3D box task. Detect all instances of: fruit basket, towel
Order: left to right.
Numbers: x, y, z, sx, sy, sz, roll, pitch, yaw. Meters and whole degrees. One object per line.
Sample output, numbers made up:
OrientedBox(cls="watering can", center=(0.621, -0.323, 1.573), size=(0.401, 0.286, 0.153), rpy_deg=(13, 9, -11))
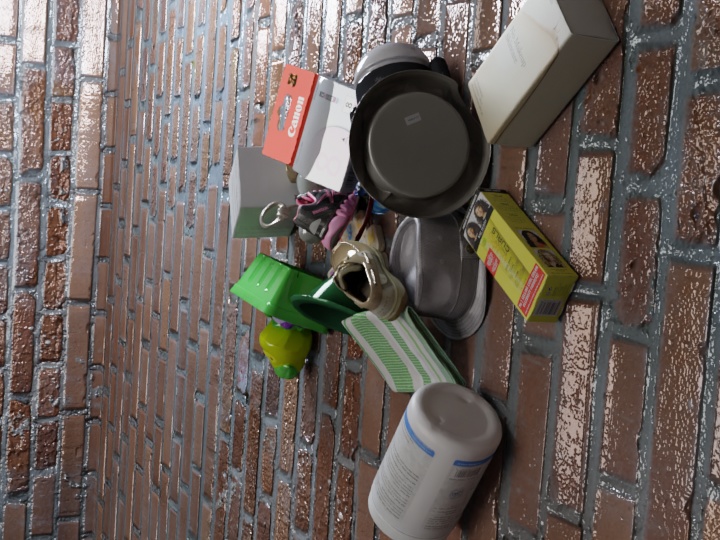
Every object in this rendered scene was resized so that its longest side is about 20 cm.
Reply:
OrientedBox(cls="fruit basket", center=(-0.147, 0.090, 1.976), size=(0.215, 0.155, 0.216), rpy_deg=(-39, 40, 43))
OrientedBox(cls="towel", center=(0.060, 0.120, 1.579), size=(0.153, 0.023, 0.200), rpy_deg=(54, 156, -13))

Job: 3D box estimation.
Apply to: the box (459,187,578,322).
OrientedBox(cls="box", center=(0.197, -0.022, 1.374), size=(0.200, 0.050, 0.075), rpy_deg=(60, 139, 46))

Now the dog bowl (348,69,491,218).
OrientedBox(cls="dog bowl", center=(0.075, -0.169, 1.479), size=(0.059, 0.199, 0.201), rpy_deg=(172, 99, -77))

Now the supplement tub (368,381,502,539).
OrientedBox(cls="supplement tub", center=(0.099, 0.263, 1.466), size=(0.132, 0.131, 0.201), rpy_deg=(63, 141, 44))

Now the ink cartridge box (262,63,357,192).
OrientedBox(cls="ink cartridge box", center=(-0.075, -0.231, 1.735), size=(0.199, 0.057, 0.163), rpy_deg=(23, 104, 25))

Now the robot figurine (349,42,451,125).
OrientedBox(cls="robot figurine", center=(0.060, -0.235, 1.586), size=(0.125, 0.150, 0.201), rpy_deg=(90, 170, -67))

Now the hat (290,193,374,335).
OrientedBox(cls="hat", center=(0.000, 0.000, 1.728), size=(0.200, 0.165, 0.177), rpy_deg=(-7, 58, 61))

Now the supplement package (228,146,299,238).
OrientedBox(cls="supplement package", center=(-0.179, -0.143, 2.017), size=(0.200, 0.116, 0.118), rpy_deg=(130, 137, -72))

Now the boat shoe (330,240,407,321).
OrientedBox(cls="boat shoe", center=(-0.004, 0.005, 1.542), size=(0.072, 0.065, 0.200), rpy_deg=(-61, 32, 14))

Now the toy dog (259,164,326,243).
OrientedBox(cls="toy dog", center=(-0.079, -0.122, 1.880), size=(0.131, 0.096, 0.201), rpy_deg=(7, 61, 27))

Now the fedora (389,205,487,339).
OrientedBox(cls="fedora", center=(0.099, -0.003, 1.524), size=(0.177, 0.090, 0.201), rpy_deg=(-12, 78, 63))

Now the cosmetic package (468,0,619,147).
OrientedBox(cls="cosmetic package", center=(0.218, -0.252, 1.321), size=(0.200, 0.073, 0.104), rpy_deg=(124, 139, -49))

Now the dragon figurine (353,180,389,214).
OrientedBox(cls="dragon figurine", center=(0.050, -0.115, 1.666), size=(0.200, 0.059, 0.100), rpy_deg=(51, 133, 54))

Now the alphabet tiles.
OrientedBox(cls="alphabet tiles", center=(-0.005, 0.007, 1.821), size=(0.200, 0.015, 0.196), rpy_deg=(-45, 49, 55))

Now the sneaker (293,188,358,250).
OrientedBox(cls="sneaker", center=(-0.054, -0.110, 1.765), size=(0.200, 0.095, 0.079), rpy_deg=(-62, -5, -62))
